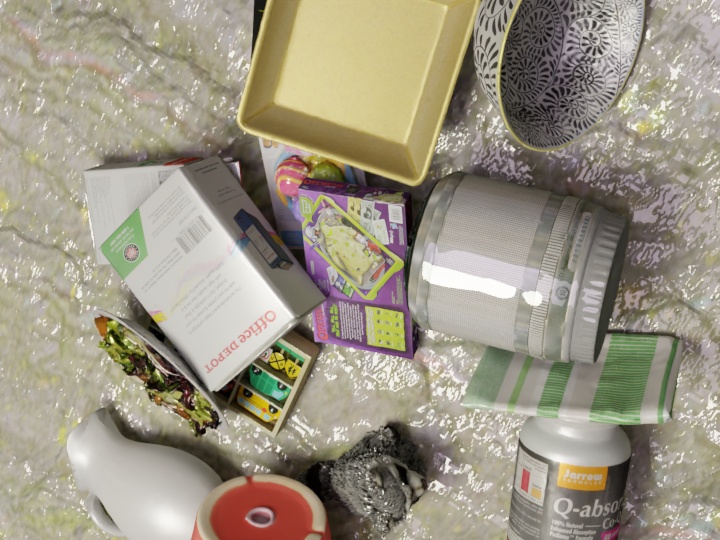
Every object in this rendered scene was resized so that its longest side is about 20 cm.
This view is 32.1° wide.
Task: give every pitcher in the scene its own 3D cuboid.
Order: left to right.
[{"bbox_3d":[-0.252,0.278,1.486,0.198,0.121,0.173,26,132,23],"label":"pitcher"}]

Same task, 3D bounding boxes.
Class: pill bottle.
[{"bbox_3d":[0.215,0.213,1.288,0.115,0.116,0.203,10,107,17],"label":"pill bottle"}]

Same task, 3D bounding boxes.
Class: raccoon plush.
[{"bbox_3d":[-0.011,0.256,1.369,0.199,0.134,0.097,-34,92,24],"label":"raccoon plush"}]

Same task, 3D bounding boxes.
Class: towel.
[{"bbox_3d":[0.214,0.101,1.242,0.197,0.153,0.024,5,119,17],"label":"towel"}]

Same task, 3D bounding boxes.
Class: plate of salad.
[{"bbox_3d":[-0.227,0.119,1.390,0.199,0.200,0.048,39,71,8],"label":"plate of salad"}]

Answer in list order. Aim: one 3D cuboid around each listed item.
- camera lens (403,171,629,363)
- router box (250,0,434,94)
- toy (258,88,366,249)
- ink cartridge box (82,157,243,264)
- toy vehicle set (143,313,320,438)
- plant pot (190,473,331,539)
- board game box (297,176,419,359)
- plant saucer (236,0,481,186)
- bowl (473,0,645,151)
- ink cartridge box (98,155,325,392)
[{"bbox_3d":[0.151,-0.003,1.232,0.197,0.160,0.162,14,108,16],"label":"camera lens"},{"bbox_3d":[-0.013,-0.270,1.284,0.197,0.051,0.151,12,109,17],"label":"router box"},{"bbox_3d":[-0.056,-0.103,1.320,0.114,0.047,0.202,2,117,20],"label":"toy"},{"bbox_3d":[-0.210,-0.069,1.409,0.197,0.050,0.111,-2,103,20],"label":"ink cartridge box"},{"bbox_3d":[-0.153,0.088,1.429,0.199,0.027,0.125,31,121,11],"label":"toy vehicle set"},{"bbox_3d":[-0.110,0.336,1.372,0.198,0.201,0.179,14,123,16],"label":"plant pot"},{"bbox_3d":[0.000,0.000,1.322,0.118,0.032,0.202,7,128,15],"label":"board game box"},{"bbox_3d":[-0.003,-0.209,1.227,0.197,0.049,0.202,17,108,-2],"label":"plant saucer"},{"bbox_3d":[0.169,-0.224,1.180,0.094,0.199,0.203,33,115,42],"label":"bowl"},{"bbox_3d":[-0.157,0.004,1.331,0.145,0.087,0.201,-40,86,26],"label":"ink cartridge box"}]
